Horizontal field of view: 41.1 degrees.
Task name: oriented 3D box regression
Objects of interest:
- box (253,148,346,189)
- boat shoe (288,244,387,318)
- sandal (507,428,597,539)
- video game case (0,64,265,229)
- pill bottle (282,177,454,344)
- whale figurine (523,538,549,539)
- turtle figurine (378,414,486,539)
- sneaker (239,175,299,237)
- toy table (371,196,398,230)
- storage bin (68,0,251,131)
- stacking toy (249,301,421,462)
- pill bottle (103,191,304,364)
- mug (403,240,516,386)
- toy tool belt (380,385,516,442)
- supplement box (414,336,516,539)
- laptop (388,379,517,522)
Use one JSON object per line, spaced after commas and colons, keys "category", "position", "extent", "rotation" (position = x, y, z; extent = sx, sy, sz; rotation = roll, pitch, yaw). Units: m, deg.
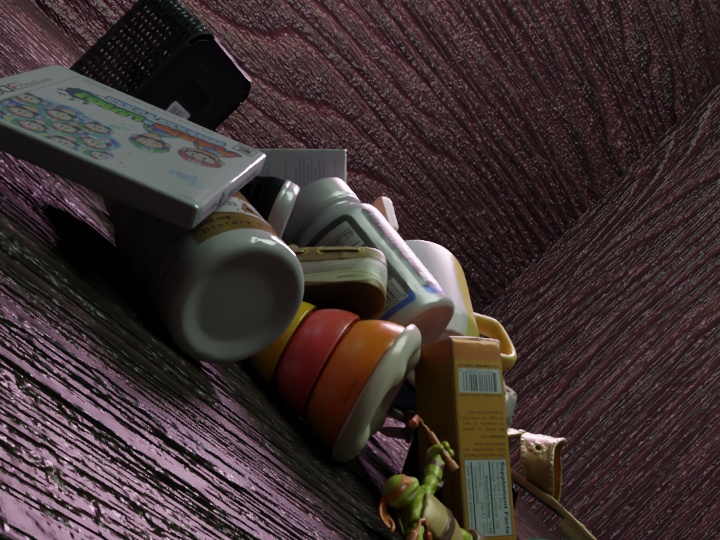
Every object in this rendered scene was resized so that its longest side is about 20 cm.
{"category": "box", "position": [-0.117, -0.083, 1.172], "extent": [0.097, 0.200, 0.125], "rotation": [-141, -129, -86]}
{"category": "boat shoe", "position": [-0.067, 0.010, 0.966], "extent": [0.074, 0.200, 0.066], "rotation": [79, 19, -44]}
{"category": "sandal", "position": [0.190, 0.202, 0.966], "extent": [0.212, 0.070, 0.078], "rotation": [45, -2, 27]}
{"category": "video game case", "position": [-0.188, -0.101, 0.737], "extent": [0.200, 0.024, 0.182], "rotation": [24, 20, 2]}
{"category": "pill bottle", "position": [0.000, 0.000, 1.039], "extent": [0.200, 0.114, 0.114], "rotation": [52, 3, 25]}
{"category": "whale figurine", "position": [0.201, 0.334, 0.889], "extent": [0.200, 0.104, 0.159], "rotation": [44, -1, 22]}
{"category": "turtle figurine", "position": [0.065, 0.225, 0.793], "extent": [0.161, 0.064, 0.200], "rotation": [50, 21, -16]}
{"category": "sneaker", "position": [-0.126, -0.064, 0.909], "extent": [0.112, 0.073, 0.200], "rotation": [23, -4, -10]}
{"category": "toy table", "position": [0.018, 0.008, 1.311], "extent": [0.184, 0.117, 0.200], "rotation": [-1, 64, -50]}
{"category": "storage bin", "position": [-0.236, -0.189, 1.063], "extent": [0.094, 0.200, 0.135], "rotation": [46, 0, 26]}
{"category": "stacking toy", "position": [-0.054, 0.074, 0.914], "extent": [0.200, 0.146, 0.146], "rotation": [31, -3, 10]}
{"category": "pill bottle", "position": [-0.139, -0.024, 0.795], "extent": [0.200, 0.114, 0.114], "rotation": [46, 0, 44]}
{"category": "mug", "position": [0.090, 0.060, 1.148], "extent": [0.153, 0.186, 0.150], "rotation": [-111, -169, -60]}
{"category": "toy tool belt", "position": [0.088, 0.161, 1.213], "extent": [0.200, 0.125, 0.123], "rotation": [5, -17, 28]}
{"category": "supplement box", "position": [0.098, 0.167, 0.919], "extent": [0.069, 0.200, 0.067], "rotation": [8, -17, -30]}
{"category": "laptop", "position": [0.077, 0.215, 1.021], "extent": [0.103, 0.200, 0.177], "rotation": [-15, -49, 41]}
